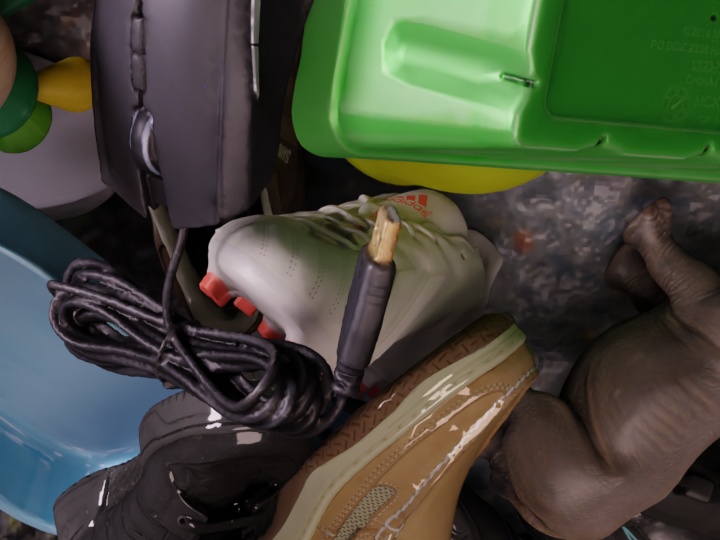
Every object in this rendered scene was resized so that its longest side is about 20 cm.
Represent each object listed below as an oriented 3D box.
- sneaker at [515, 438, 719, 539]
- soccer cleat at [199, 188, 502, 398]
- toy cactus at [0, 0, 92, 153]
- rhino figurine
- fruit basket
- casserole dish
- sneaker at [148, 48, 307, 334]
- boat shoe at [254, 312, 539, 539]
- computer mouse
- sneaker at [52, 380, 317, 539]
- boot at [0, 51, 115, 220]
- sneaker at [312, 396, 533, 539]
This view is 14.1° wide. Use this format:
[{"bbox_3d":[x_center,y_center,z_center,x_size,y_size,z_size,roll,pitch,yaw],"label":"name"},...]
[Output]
[{"bbox_3d":[0.152,0.114,1.145,0.200,0.076,0.079,34,128,-8],"label":"sneaker"},{"bbox_3d":[0.000,0.000,1.015,0.069,0.200,0.078,42,94,16],"label":"soccer cleat"},{"bbox_3d":[-0.126,-0.096,0.926,0.102,0.165,0.200,25,138,-1],"label":"toy cactus"},{"bbox_3d":[0.123,0.022,1.064,0.200,0.060,0.088,-35,76,-3],"label":"rhino figurine"},{"bbox_3d":[0.059,-0.091,0.973,0.214,0.216,0.156,9,100,-5],"label":"fruit basket"},{"bbox_3d":[-0.119,0.031,1.033,0.121,0.039,0.200,-21,133,35],"label":"casserole dish"},{"bbox_3d":[-0.051,-0.067,1.022,0.070,0.076,0.201,-8,122,6],"label":"sneaker"},{"bbox_3d":[0.008,0.097,1.038,0.076,0.072,0.200,50,127,10],"label":"boat shoe"},{"bbox_3d":[-0.039,-0.048,0.892,0.046,0.140,0.201,1,109,-49],"label":"computer mouse"},{"bbox_3d":[-0.062,0.113,0.997,0.060,0.105,0.200,1,159,-27],"label":"sneaker"},{"bbox_3d":[-0.188,-0.031,1.062,0.199,0.074,0.096,2,151,-13],"label":"boot"},{"bbox_3d":[0.036,0.124,1.134,0.073,0.082,0.200,-29,110,21],"label":"sneaker"}]
